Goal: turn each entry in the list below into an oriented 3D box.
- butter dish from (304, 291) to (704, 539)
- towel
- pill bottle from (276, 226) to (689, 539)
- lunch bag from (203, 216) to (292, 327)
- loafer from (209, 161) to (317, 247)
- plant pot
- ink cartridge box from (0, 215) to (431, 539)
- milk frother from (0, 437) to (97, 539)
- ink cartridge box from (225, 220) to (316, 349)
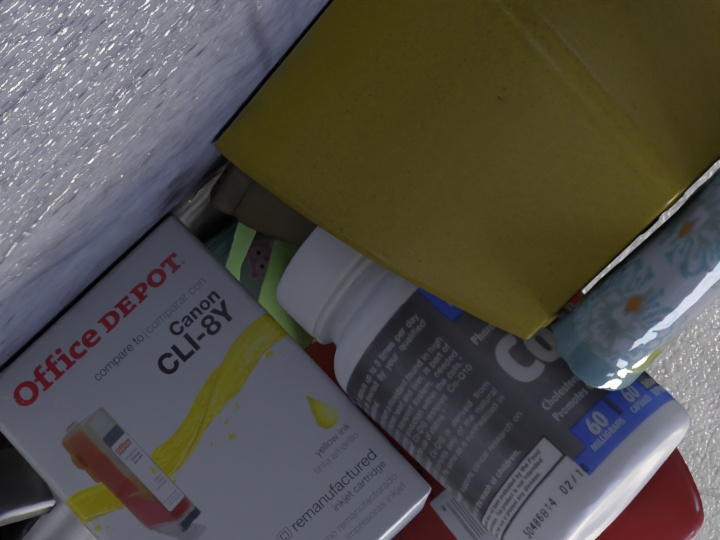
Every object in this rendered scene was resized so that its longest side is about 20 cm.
[{"bbox_3d":[0.082,0.096,1.649,0.200,0.200,0.148,-34,172,21],"label":"butter dish"},{"bbox_3d":[0.178,-0.025,1.452,0.171,0.048,0.200,-48,176,18],"label":"towel"},{"bbox_3d":[0.059,0.048,1.512,0.114,0.200,0.114,-44,168,-12],"label":"pill bottle"},{"bbox_3d":[-0.064,0.011,1.786,0.160,0.077,0.200,-40,175,-30],"label":"lunch bag"},{"bbox_3d":[0.000,-0.072,1.583,0.200,0.067,0.076,-41,176,-36],"label":"loafer"},{"bbox_3d":[0.086,-0.089,1.446,0.200,0.176,0.200,-40,176,-47],"label":"plant pot"},{"bbox_3d":[-0.082,0.094,1.553,0.145,0.200,0.083,-43,174,-7],"label":"ink cartridge box"},{"bbox_3d":[-0.161,0.181,1.726,0.180,0.200,0.188,-36,172,-38],"label":"milk frother"},{"bbox_3d":[0.000,0.000,1.679,0.200,0.048,0.146,-6,117,-57],"label":"ink cartridge box"}]
